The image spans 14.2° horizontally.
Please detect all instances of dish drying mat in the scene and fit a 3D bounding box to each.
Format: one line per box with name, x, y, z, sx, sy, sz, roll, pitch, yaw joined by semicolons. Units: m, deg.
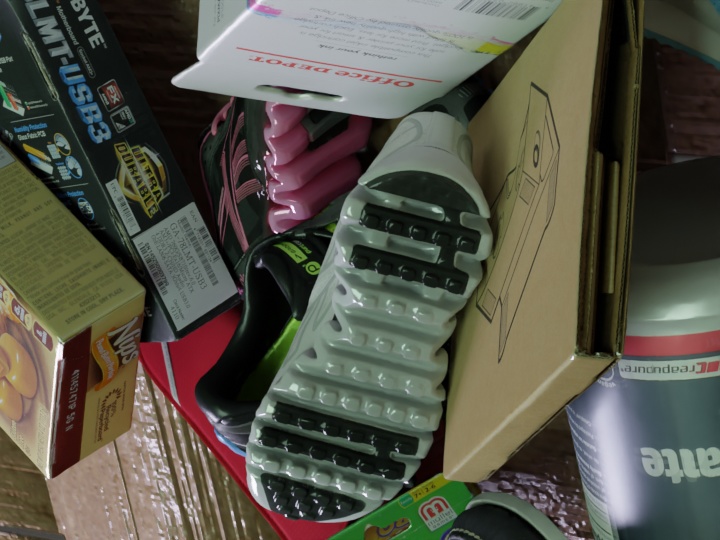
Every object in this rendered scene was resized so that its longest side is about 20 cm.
dish drying mat;-0.055;0.067;1.388;0.200;0.018;0.077;47;132;42

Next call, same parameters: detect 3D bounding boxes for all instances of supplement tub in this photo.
supplement tub;0.158;0.065;1.202;0.140;0.140;0.200;3;117;36

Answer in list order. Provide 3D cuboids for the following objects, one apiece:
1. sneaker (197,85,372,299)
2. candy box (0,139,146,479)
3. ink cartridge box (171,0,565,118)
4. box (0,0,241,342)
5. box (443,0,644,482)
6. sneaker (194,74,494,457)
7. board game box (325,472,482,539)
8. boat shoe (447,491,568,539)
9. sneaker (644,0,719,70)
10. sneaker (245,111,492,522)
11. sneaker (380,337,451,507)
sneaker;-0.042;-0.061;1.333;0.095;0.079;0.200;28;129;36
candy box;-0.187;-0.009;1.379;0.200;0.055;0.115;44;148;23
ink cartridge box;0.007;-0.126;1.179;0.200;0.116;0.068;147;127;-61
box;-0.163;-0.059;1.399;0.200;0.050;0.199;-5;112;57
box;0.070;-0.017;1.135;0.021;0.164;0.200;8;162;-10
sneaker;0.000;0.000;1.281;0.071;0.083;0.200;41;97;36
board game box;0.050;0.175;1.349;0.095;0.030;0.200;-31;124;8
boat shoe;0.081;0.158;1.210;0.200;0.060;0.074;40;157;52
sneaker;0.167;-0.121;1.133;0.200;0.077;0.081;22;121;21
sneaker;0.006;0.022;1.222;0.075;0.081;0.200;19;122;-8
sneaker;0.005;0.090;1.381;0.098;0.071;0.201;17;119;40
